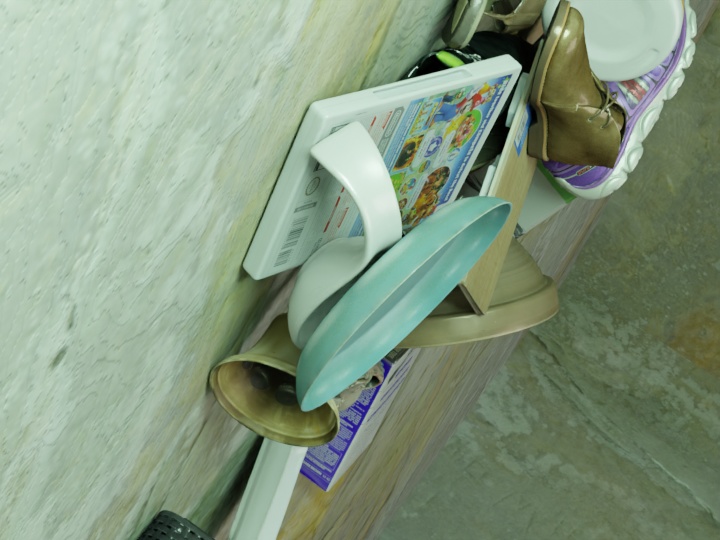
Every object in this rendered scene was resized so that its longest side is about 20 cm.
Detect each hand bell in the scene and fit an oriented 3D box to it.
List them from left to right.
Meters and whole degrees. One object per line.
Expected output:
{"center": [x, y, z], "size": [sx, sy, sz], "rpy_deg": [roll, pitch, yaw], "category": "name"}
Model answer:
{"center": [-0.031, 0.023, 1.260], "size": [0.104, 0.103, 0.201], "rpy_deg": [109, 4, -56], "category": "hand bell"}

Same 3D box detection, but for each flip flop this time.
{"center": [0.117, -0.212, 1.238], "size": [0.082, 0.057, 0.200], "rpy_deg": [-61, 170, 28], "category": "flip flop"}

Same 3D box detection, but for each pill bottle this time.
{"center": [0.211, -0.253, 1.342], "size": [0.201, 0.111, 0.113], "rpy_deg": [-73, -174, -50], "category": "pill bottle"}

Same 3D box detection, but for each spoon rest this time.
{"center": [-0.006, -0.010, 1.095], "size": [0.099, 0.061, 0.201], "rpy_deg": [-33, 153, -23], "category": "spoon rest"}

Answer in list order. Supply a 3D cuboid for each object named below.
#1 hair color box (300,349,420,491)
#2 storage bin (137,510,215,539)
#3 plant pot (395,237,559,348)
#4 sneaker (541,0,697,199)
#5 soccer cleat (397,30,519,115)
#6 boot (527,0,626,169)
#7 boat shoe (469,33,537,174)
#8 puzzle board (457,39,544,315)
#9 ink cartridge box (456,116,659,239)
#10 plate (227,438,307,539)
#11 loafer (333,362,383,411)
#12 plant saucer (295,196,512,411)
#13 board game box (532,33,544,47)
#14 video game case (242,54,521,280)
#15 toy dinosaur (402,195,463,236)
{"center": [-0.001, 0.124, 1.719], "size": [0.109, 0.065, 0.201], "rpy_deg": [-44, 165, -51], "category": "hair color box"}
{"center": [-0.144, 0.302, 1.351], "size": [0.094, 0.135, 0.201], "rpy_deg": [-50, 168, -31], "category": "storage bin"}
{"center": [0.077, 0.002, 1.484], "size": [0.201, 0.199, 0.094], "rpy_deg": [-32, 117, -68], "category": "plant pot"}
{"center": [0.218, -0.161, 1.398], "size": [0.080, 0.083, 0.202], "rpy_deg": [13, -103, 62], "category": "sneaker"}
{"center": [0.069, -0.137, 1.226], "size": [0.200, 0.067, 0.081], "rpy_deg": [-44, 163, -42], "category": "soccer cleat"}
{"center": [0.170, -0.139, 1.257], "size": [0.200, 0.075, 0.074], "rpy_deg": [72, 40, -66], "category": "boot"}
{"center": [0.097, -0.123, 1.384], "size": [0.200, 0.075, 0.074], "rpy_deg": [-47, 169, -44], "category": "boat shoe"}
{"center": [0.118, -0.072, 1.326], "size": [0.151, 0.017, 0.202], "rpy_deg": [45, 63, -75], "category": "puzzle board"}
{"center": [0.167, -0.102, 1.571], "size": [0.200, 0.084, 0.145], "rpy_deg": [-36, -175, 44], "category": "ink cartridge box"}
{"center": [-0.091, 0.221, 1.560], "size": [0.200, 0.032, 0.202], "rpy_deg": [101, 9, -67], "category": "plate"}
{"center": [-0.013, 0.097, 1.495], "size": [0.071, 0.063, 0.200], "rpy_deg": [-17, -175, 17], "category": "loafer"}
{"center": [0.024, 0.017, 1.121], "size": [0.200, 0.027, 0.200], "rpy_deg": [-42, 170, -9], "category": "plant saucer"}
{"center": [0.228, -0.243, 1.519], "size": [0.200, 0.046, 0.152], "rpy_deg": [-46, -176, 7], "category": "board game box"}
{"center": [0.017, -0.073, 1.127], "size": [0.199, 0.018, 0.144], "rpy_deg": [-19, 146, -43], "category": "video game case"}
{"center": [0.000, 0.000, 1.356], "size": [0.199, 0.077, 0.103], "rpy_deg": [-31, 136, -41], "category": "toy dinosaur"}
